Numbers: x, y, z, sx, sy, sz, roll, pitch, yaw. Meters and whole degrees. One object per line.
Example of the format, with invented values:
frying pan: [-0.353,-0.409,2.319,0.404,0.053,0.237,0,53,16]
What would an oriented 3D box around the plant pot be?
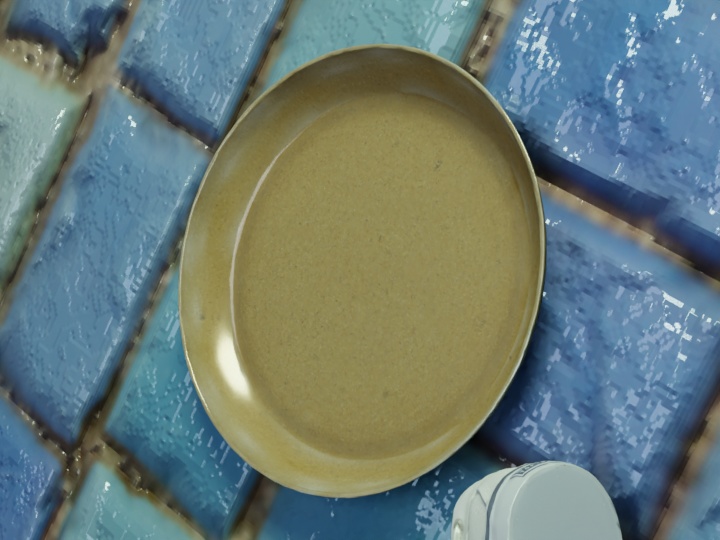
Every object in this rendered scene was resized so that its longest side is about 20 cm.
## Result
plant pot: [0.000,0.000,0.626,0.199,0.027,0.201,-7,78,36]

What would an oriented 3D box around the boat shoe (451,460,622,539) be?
boat shoe: [0.063,0.175,0.531,0.070,0.071,0.201,-22,71,61]
